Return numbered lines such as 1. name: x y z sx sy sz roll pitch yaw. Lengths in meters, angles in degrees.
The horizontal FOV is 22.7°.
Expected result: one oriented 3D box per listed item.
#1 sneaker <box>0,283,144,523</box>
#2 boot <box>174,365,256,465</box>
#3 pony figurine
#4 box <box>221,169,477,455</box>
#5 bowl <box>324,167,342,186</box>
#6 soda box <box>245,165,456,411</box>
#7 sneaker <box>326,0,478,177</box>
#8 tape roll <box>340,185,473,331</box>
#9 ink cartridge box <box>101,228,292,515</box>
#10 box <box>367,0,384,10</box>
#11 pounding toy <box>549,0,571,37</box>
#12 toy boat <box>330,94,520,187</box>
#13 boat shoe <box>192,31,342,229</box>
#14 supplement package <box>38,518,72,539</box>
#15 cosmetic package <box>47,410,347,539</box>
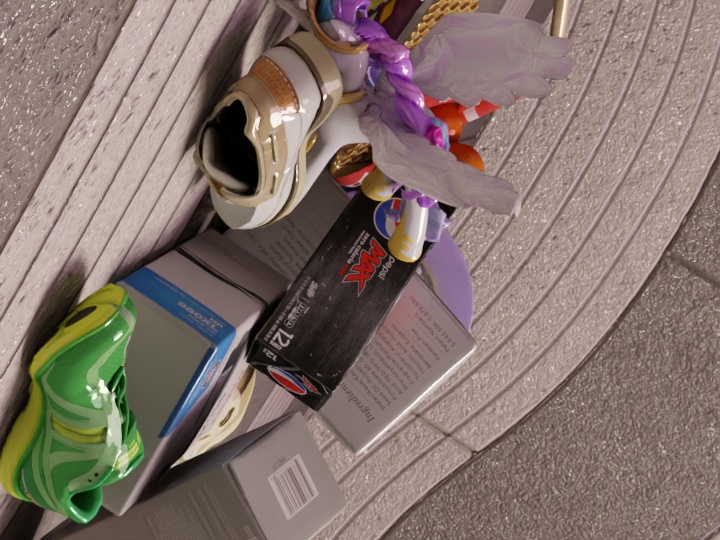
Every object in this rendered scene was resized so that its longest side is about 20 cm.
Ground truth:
1. sneaker: -0.165 0.084 1.111 0.074 0.083 0.200 -52 172 -44
2. boot: -0.129 0.084 1.548 0.200 0.072 0.155 -52 169 -50
3. pony figurine: 0.025 -0.095 1.183 0.200 0.192 0.167 104 8 -53
4. box: -0.015 0.031 1.447 0.131 0.200 0.199 -42 176 1
5. bowl: -0.027 -0.044 1.745 0.201 0.074 0.200 -58 176 -18
6. soda box: 0.000 0.000 1.304 0.200 0.071 0.063 -55 -179 -21
7. sneaker: 0.007 -0.164 1.276 0.075 0.090 0.200 -13 144 -55
8. tape roll: -0.002 0.025 1.605 0.201 0.199 0.085 -58 -172 3
9. ink cartridge box: -0.137 0.065 1.266 0.145 0.084 0.200 -59 175 17
10. box: 0.019 -0.208 1.340 0.075 0.050 0.200 -55 173 -41
11. pounding toy: 0.170 -0.327 1.565 0.201 0.142 0.184 -58 174 -3
12. toy boat: 0.065 -0.119 1.533 0.199 0.131 0.130 -23 167 15
13. boat shoe: -0.074 -0.080 1.155 0.068 0.075 0.200 -32 165 -28
14. supplement package: -0.184 0.291 1.379 0.109 0.200 0.114 -38 -173 35
15. cosmetic package: -0.121 0.183 1.269 0.199 0.091 0.107 -24 -174 31
